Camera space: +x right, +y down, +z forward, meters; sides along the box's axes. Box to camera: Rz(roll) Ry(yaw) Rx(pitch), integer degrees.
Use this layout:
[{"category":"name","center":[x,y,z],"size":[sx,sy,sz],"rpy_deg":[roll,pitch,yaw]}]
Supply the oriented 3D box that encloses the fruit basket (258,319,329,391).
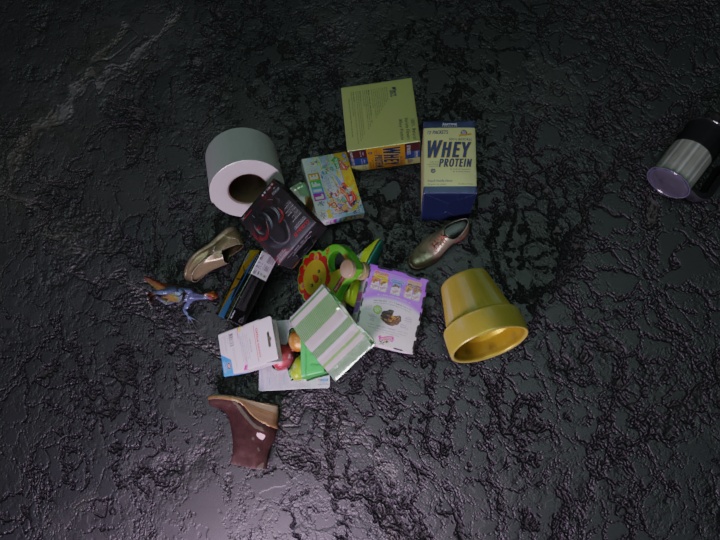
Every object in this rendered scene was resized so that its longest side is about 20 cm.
[{"category":"fruit basket","center":[-0.175,0.222,1.458],"size":[0.199,0.094,0.186],"rpy_deg":[-8,75,19]}]

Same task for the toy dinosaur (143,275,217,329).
[{"category":"toy dinosaur","center":[-0.494,0.058,1.518],"size":[0.181,0.105,0.201],"rpy_deg":[-13,62,-19]}]

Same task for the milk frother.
[{"category":"milk frother","center":[0.892,-0.288,1.415],"size":[0.180,0.200,0.188],"rpy_deg":[39,83,9]}]

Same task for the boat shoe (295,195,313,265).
[{"category":"boat shoe","center":[-0.185,-0.107,1.502],"size":[0.069,0.071,0.201],"rpy_deg":[12,86,18]}]

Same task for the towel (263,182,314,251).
[{"category":"towel","center":[-0.209,-0.146,1.563],"size":[0.199,0.023,0.153],"rpy_deg":[-31,76,-4]}]

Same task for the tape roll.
[{"category":"tape roll","center":[-0.315,-0.266,1.498],"size":[0.202,0.203,0.140],"rpy_deg":[-18,53,1]}]

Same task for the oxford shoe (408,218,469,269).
[{"category":"oxford shoe","center":[0.211,-0.080,1.488],"size":[0.200,0.075,0.071],"rpy_deg":[-40,77,-5]}]

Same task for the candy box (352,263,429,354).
[{"category":"candy box","center":[0.071,0.102,1.430],"size":[0.167,0.072,0.201],"rpy_deg":[16,80,-13]}]

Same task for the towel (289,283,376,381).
[{"category":"towel","center":[-0.075,0.153,1.374],"size":[0.153,0.023,0.200],"rpy_deg":[-45,80,18]}]

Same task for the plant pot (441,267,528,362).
[{"category":"plant pot","center":[0.293,0.105,1.386],"size":[0.200,0.201,0.190],"rpy_deg":[-17,61,1]}]

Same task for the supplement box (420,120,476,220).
[{"category":"supplement box","center":[0.230,-0.261,1.466],"size":[0.133,0.200,0.201],"rpy_deg":[1,75,4]}]

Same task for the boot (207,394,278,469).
[{"category":"boot","center":[-0.316,0.414,1.419],"size":[0.199,0.072,0.167],"rpy_deg":[11,76,4]}]

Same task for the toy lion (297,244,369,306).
[{"category":"toy lion","center":[-0.088,0.012,1.451],"size":[0.192,0.068,0.200],"rpy_deg":[51,119,36]}]

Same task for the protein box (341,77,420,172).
[{"category":"protein box","center":[0.059,-0.406,1.550],"size":[0.199,0.135,0.200],"rpy_deg":[-7,75,4]}]

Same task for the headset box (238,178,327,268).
[{"category":"headset box","center":[-0.195,-0.114,1.427],"size":[0.149,0.075,0.200],"rpy_deg":[-47,70,9]}]

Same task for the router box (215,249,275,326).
[{"category":"router box","center":[-0.307,0.044,1.469],"size":[0.051,0.149,0.201],"rpy_deg":[30,78,-24]}]

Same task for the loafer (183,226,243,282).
[{"category":"loafer","center":[-0.407,-0.038,1.534],"size":[0.067,0.076,0.200],"rpy_deg":[41,83,19]}]

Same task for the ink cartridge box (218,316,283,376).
[{"category":"ink cartridge box","center":[-0.272,0.196,1.425],"size":[0.199,0.068,0.116],"rpy_deg":[-21,74,32]}]

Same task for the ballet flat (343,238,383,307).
[{"category":"ballet flat","center":[0.000,0.000,1.496],"size":[0.067,0.067,0.201],"rpy_deg":[16,79,18]}]

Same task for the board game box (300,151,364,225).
[{"category":"board game box","center":[-0.079,-0.231,1.551],"size":[0.134,0.034,0.201],"rpy_deg":[-13,72,-12]}]
